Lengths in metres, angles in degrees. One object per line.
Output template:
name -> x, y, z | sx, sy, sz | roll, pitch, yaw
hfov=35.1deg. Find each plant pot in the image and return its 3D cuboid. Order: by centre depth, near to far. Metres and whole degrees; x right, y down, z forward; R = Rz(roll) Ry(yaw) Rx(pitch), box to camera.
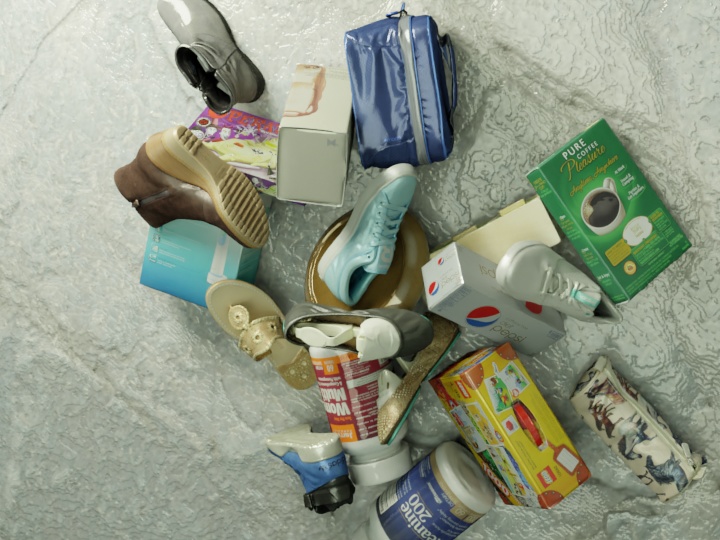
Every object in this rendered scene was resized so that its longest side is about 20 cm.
plant pot -> 0.000, 0.000, 1.513 | 0.198, 0.027, 0.203 | -15, 63, 31

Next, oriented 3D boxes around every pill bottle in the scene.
pill bottle -> 0.005, 0.185, 1.570 | 0.108, 0.109, 0.203 | -12, 98, 19
pill bottle -> 0.083, 0.338, 1.578 | 0.111, 0.111, 0.200 | 47, 111, 2

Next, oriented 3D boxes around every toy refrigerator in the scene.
toy refrigerator -> 0.165, -0.031, 1.489 | 0.198, 0.076, 0.071 | -27, 93, 22

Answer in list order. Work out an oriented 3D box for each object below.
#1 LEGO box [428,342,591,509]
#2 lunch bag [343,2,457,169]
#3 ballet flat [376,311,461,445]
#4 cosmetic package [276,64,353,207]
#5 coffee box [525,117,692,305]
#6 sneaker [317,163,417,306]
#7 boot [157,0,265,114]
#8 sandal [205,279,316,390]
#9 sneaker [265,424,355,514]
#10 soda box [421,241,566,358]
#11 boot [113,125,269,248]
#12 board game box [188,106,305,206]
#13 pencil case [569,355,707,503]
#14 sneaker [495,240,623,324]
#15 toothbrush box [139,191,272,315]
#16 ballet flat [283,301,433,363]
LEGO box -> 0.192, 0.203, 1.488 | 0.077, 0.149, 0.202 | -33, 91, -18
lunch bag -> 0.058, -0.234, 1.442 | 0.130, 0.136, 0.203 | -6, 103, 8
ballet flat -> 0.061, 0.138, 1.517 | 0.065, 0.201, 0.071 | 35, 153, -1
cosmetic package -> -0.053, -0.175, 1.442 | 0.086, 0.201, 0.105 | 6, 120, 0
coffee box -> 0.309, -0.075, 1.419 | 0.122, 0.044, 0.201 | -37, 91, -18
sneaker -> 0.025, -0.039, 1.441 | 0.082, 0.073, 0.201 | 53, 125, 32
boot -> -0.215, -0.299, 1.518 | 0.200, 0.132, 0.070 | 45, 112, 3
sandal -> -0.124, 0.097, 1.565 | 0.077, 0.070, 0.212 | -42, 117, 1
sneaker -> -0.069, 0.281, 1.584 | 0.199, 0.076, 0.113 | -6, 101, 63
soda box -> 0.170, 0.040, 1.441 | 0.198, 0.069, 0.063 | 26, 130, -36
boot -> -0.224, -0.090, 1.514 | 0.201, 0.072, 0.166 | 50, 137, -11
board game box -> -0.140, -0.160, 1.535 | 0.197, 0.120, 0.033 | 18, 131, 12
pencil case -> 0.356, 0.203, 1.478 | 0.200, 0.078, 0.089 | 47, 136, 3
sneaker -> 0.254, 0.022, 1.407 | 0.088, 0.198, 0.076 | 32, 99, 49
toothbrush box -> -0.213, -0.061, 1.596 | 0.144, 0.085, 0.203 | 17, 108, 14
ballet flat -> -0.008, 0.084, 1.436 | 0.197, 0.068, 0.069 | 3, 112, 20
